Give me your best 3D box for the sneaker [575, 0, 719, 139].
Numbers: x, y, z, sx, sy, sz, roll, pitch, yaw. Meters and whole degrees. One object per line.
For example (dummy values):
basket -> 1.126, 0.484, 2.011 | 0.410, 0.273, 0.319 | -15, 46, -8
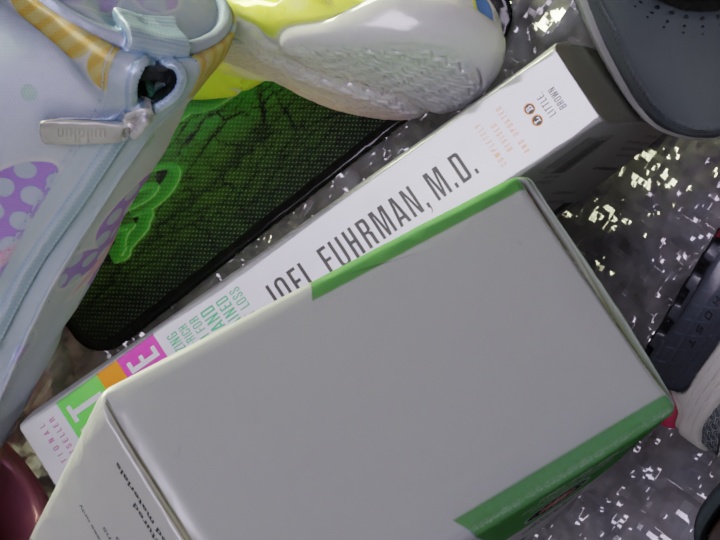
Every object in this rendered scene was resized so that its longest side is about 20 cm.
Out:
sneaker -> 0.095, -0.104, 0.667 | 0.083, 0.121, 0.200 | -8, 122, 4

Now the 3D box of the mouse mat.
mouse mat -> -0.063, -0.089, 0.872 | 0.200, 0.008, 0.161 | -38, 77, 15

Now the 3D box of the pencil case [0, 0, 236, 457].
pencil case -> -0.112, -0.017, 0.746 | 0.091, 0.083, 0.200 | 48, 122, 26

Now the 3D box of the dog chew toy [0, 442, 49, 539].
dog chew toy -> -0.194, 0.134, 0.855 | 0.200, 0.124, 0.125 | -42, 76, 22

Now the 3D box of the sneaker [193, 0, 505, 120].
sneaker -> -0.021, -0.108, 0.785 | 0.200, 0.076, 0.105 | 9, 78, 49

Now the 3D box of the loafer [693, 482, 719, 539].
loafer -> 0.197, 0.058, 0.730 | 0.200, 0.072, 0.063 | -26, 48, 8

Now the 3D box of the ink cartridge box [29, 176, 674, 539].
ink cartridge box -> -0.016, 0.073, 0.730 | 0.146, 0.200, 0.084 | -29, 77, -26

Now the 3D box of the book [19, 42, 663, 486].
book -> 0.000, 0.000, 0.780 | 0.200, 0.134, 0.048 | -35, 84, 14

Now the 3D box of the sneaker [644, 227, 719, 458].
sneaker -> 0.158, -0.023, 0.753 | 0.075, 0.081, 0.200 | 31, 120, 6
